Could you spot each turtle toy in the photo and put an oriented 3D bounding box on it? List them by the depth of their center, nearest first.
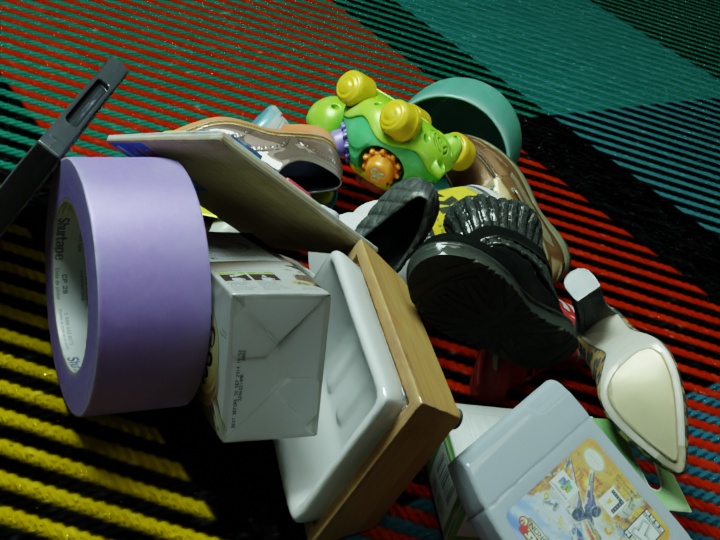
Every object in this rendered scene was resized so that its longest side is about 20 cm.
[{"bbox_3d":[0.020,-0.143,1.095,0.145,0.101,0.200,19,16,-49],"label":"turtle toy"}]

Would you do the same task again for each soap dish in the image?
[{"bbox_3d":[-0.004,0.095,0.809,0.081,0.158,0.200,20,29,-27],"label":"soap dish"}]

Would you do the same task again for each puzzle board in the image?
[{"bbox_3d":[-0.096,-0.065,0.853,0.150,0.017,0.200,7,-21,43],"label":"puzzle board"}]

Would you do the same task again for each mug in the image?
[{"bbox_3d":[0.102,-0.159,1.218,0.184,0.153,0.114,24,31,10],"label":"mug"}]

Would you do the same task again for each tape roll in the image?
[{"bbox_3d":[-0.188,0.011,0.797,0.084,0.201,0.200,-3,38,-28],"label":"tape roll"}]

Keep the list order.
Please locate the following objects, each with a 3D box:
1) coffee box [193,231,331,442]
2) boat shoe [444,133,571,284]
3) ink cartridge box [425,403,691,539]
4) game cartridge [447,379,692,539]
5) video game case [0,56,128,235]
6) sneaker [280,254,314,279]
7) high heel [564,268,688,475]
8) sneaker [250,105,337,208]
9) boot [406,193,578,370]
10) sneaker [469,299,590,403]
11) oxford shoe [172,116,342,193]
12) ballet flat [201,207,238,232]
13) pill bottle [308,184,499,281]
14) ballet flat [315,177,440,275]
[{"bbox_3d":[-0.098,0.044,0.812,0.079,0.114,0.200,0,15,-24],"label":"coffee box"},{"bbox_3d":[0.156,-0.065,1.119,0.200,0.076,0.074,50,29,7],"label":"boat shoe"},{"bbox_3d":[0.159,0.173,0.843,0.199,0.060,0.104,7,34,-15],"label":"ink cartridge box"},{"bbox_3d":[0.163,0.195,0.757,0.133,0.042,0.200,-32,77,-34],"label":"game cartridge"},{"bbox_3d":[-0.293,-0.082,0.897,0.025,0.200,0.181,39,29,-16],"label":"video game case"},{"bbox_3d":[-0.137,0.001,0.968,0.199,0.077,0.082,17,16,-12],"label":"sneaker"},{"bbox_3d":[0.244,0.104,0.899,0.071,0.143,0.201,-26,57,8],"label":"high heel"},{"bbox_3d":[-0.084,-0.118,1.160,0.131,0.080,0.200,46,6,-11],"label":"sneaker"},{"bbox_3d":[0.103,-0.014,0.890,0.211,0.079,0.159,35,35,-42],"label":"boot"},{"bbox_3d":[0.179,0.073,0.984,0.115,0.079,0.200,20,35,7],"label":"sneaker"},{"bbox_3d":[-0.113,-0.105,1.005,0.199,0.072,0.073,-6,42,-16],"label":"oxford shoe"},{"bbox_3d":[-0.163,-0.043,1.023,0.199,0.067,0.067,13,54,-2],"label":"ballet flat"},{"bbox_3d":[0.054,-0.020,1.030,0.199,0.115,0.114,-13,43,-37],"label":"pill bottle"},{"bbox_3d":[0.000,0.000,0.906,0.066,0.201,0.057,34,12,2],"label":"ballet flat"}]
